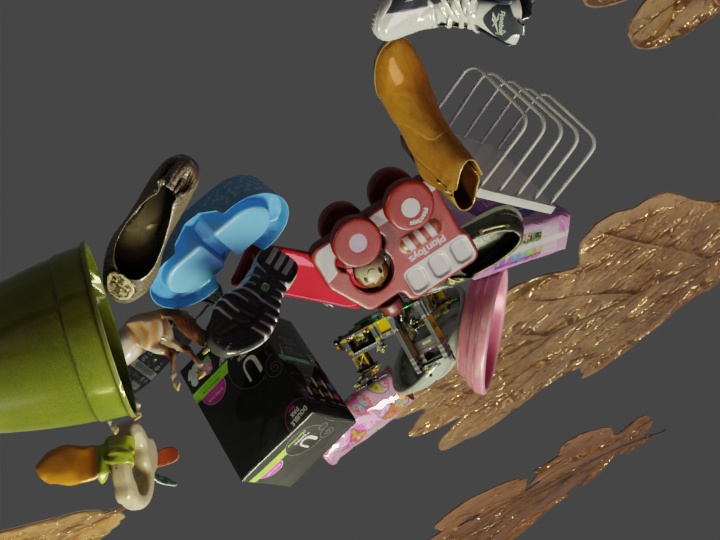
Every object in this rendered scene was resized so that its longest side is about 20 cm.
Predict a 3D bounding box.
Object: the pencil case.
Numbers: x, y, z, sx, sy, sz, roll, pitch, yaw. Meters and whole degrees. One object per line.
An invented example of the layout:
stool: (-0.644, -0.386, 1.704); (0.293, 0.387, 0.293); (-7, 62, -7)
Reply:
pencil case: (-0.001, 0.257, 1.809); (0.199, 0.088, 0.087); (-40, 150, 6)

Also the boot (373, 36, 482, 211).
boot: (0.089, -0.174, 1.221); (0.070, 0.144, 0.202); (-32, 139, -11)

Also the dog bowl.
dog bowl: (-0.181, -0.038, 1.235); (0.199, 0.050, 0.111); (-40, 150, 3)

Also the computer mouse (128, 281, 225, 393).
computer mouse: (-0.250, 0.092, 1.353); (0.200, 0.046, 0.140); (-45, 153, -1)

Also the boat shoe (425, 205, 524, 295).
boat shoe: (0.139, -0.019, 1.423); (0.200, 0.061, 0.072); (-33, 113, 18)

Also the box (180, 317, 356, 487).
box: (-0.131, 0.179, 1.436); (0.148, 0.201, 0.124); (-44, 150, 13)

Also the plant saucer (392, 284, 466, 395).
plant saucer: (0.125, 0.121, 1.653); (0.050, 0.201, 0.201); (31, 115, -13)

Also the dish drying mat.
dish drying mat: (-0.072, 0.009, 1.381); (0.198, 0.018, 0.077); (12, 122, -29)

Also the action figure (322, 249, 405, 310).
action figure: (0.000, 0.000, 1.465); (0.130, 0.070, 0.200); (-40, 148, 14)

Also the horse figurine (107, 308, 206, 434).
horse figurine: (-0.278, 0.107, 1.256); (0.199, 0.133, 0.050); (-33, 175, 1)

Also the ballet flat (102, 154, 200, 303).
ballet flat: (-0.240, -0.042, 1.142); (0.201, 0.067, 0.046); (-55, -173, 22)

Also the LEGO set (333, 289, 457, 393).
LEGO set: (0.071, 0.112, 1.564); (0.199, 0.117, 0.154); (-29, -176, 14)

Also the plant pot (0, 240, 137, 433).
plant pot: (-0.364, 0.091, 1.101); (0.191, 0.202, 0.201); (-16, 146, -11)

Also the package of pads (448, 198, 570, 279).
package of pads: (0.209, -0.059, 1.550); (0.198, 0.120, 0.076); (-18, 126, -29)

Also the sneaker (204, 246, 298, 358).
sneaker: (-0.148, 0.066, 1.273); (0.116, 0.075, 0.200); (-53, -178, 39)

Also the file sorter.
file sorter: (0.201, -0.178, 1.363); (0.199, 0.139, 0.125); (6, 127, -50)

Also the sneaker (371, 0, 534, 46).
sneaker: (0.120, -0.291, 1.125); (0.198, 0.130, 0.080); (-28, 149, -15)

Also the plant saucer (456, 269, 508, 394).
plant saucer: (0.187, 0.088, 1.570); (0.200, 0.050, 0.203); (9, 90, -77)

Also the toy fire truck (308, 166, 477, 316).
toy fire truck: (0.041, -0.030, 1.344); (0.199, 0.112, 0.169); (-34, 110, -4)

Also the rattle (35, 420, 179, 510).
rattle: (-0.360, 0.293, 1.487); (0.142, 0.131, 0.200); (-26, 177, 2)
